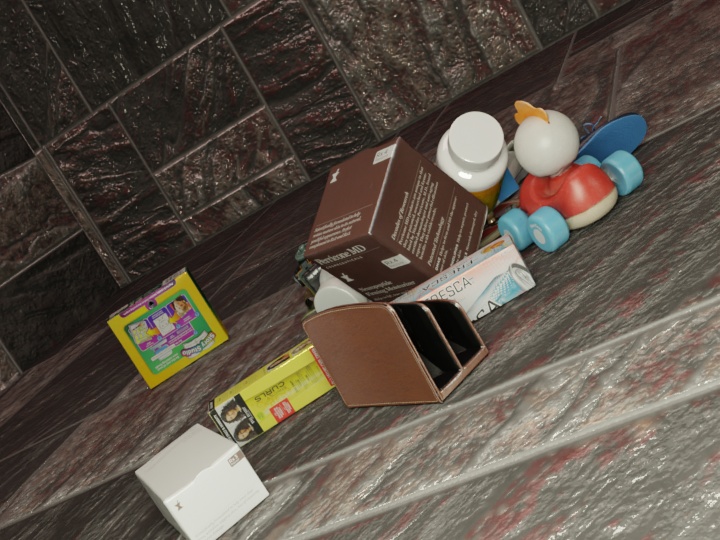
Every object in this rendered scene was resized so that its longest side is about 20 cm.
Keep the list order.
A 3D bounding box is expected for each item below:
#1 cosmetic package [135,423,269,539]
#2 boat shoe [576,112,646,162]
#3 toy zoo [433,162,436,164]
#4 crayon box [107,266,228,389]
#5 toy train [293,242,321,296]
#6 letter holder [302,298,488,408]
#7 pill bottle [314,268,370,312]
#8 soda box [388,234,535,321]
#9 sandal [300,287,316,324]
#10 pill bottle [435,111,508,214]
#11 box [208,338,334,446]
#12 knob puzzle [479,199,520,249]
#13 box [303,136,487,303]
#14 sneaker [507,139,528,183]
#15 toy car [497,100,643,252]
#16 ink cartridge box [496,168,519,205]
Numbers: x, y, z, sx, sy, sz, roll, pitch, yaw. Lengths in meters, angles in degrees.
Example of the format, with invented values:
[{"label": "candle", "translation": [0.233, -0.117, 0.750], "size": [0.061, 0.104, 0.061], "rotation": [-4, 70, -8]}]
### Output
[{"label": "cosmetic package", "translation": [-0.204, 0.268, 1.231], "size": [0.112, 0.082, 0.199], "rotation": [-36, 14, -18]}, {"label": "boat shoe", "translation": [0.373, -0.200, 1.604], "size": [0.198, 0.085, 0.069], "rotation": [-30, 24, -2]}, {"label": "toy zoo", "translation": [0.089, -0.141, 1.794], "size": [0.130, 0.021, 0.200], "rotation": [-35, -5, -25]}, {"label": "crayon box", "translation": [-0.407, 0.121, 2.073], "size": [0.198, 0.174, 0.058], "rotation": [-32, 15, -3]}, {"label": "toy train", "translation": [-0.036, -0.036, 1.746], "size": [0.199, 0.085, 0.114], "rotation": [-40, 24, 1]}, {"label": "letter holder", "translation": [0.035, 0.081, 1.213], "size": [0.100, 0.144, 0.199], "rotation": [-39, 14, -33]}, {"label": "pill bottle", "translation": [0.000, 0.000, 1.579], "size": [0.112, 0.113, 0.201], "rotation": [-22, 25, 37]}, {"label": "soda box", "translation": [0.134, 0.034, 1.326], "size": [0.198, 0.069, 0.064], "rotation": [-31, 12, 10]}, {"label": "sandal", "translation": [-0.078, 0.049, 1.816], "size": [0.079, 0.058, 0.201], "rotation": [-29, 13, 13]}, {"label": "pill bottle", "translation": [0.169, -0.160, 1.502], "size": [0.110, 0.112, 0.200], "rotation": [-33, -16, -10]}, {"label": "box", "translation": [-0.118, 0.172, 1.405], "size": [0.198, 0.076, 0.050], "rotation": [-32, 14, -2]}, {"label": "knob puzzle", "translation": [0.202, -0.079, 1.689], "size": [0.217, 0.031, 0.220], "rotation": [-31, 12, 7]}, {"label": "box", "translation": [0.055, -0.058, 1.447], "size": [0.165, 0.199, 0.167], "rotation": [-16, 49, 50]}, {"label": "sneaker", "translation": [0.264, -0.184, 1.847], "size": [0.072, 0.072, 0.200], "rotation": [-22, 16, 38]}, {"label": "toy car", "translation": [0.274, -0.161, 1.427], "size": [0.183, 0.202, 0.176], "rotation": [-34, 12, -15]}, {"label": "ink cartridge box", "translation": [0.152, -0.116, 1.679], "size": [0.199, 0.084, 0.145], "rotation": [-37, 12, -11]}]
